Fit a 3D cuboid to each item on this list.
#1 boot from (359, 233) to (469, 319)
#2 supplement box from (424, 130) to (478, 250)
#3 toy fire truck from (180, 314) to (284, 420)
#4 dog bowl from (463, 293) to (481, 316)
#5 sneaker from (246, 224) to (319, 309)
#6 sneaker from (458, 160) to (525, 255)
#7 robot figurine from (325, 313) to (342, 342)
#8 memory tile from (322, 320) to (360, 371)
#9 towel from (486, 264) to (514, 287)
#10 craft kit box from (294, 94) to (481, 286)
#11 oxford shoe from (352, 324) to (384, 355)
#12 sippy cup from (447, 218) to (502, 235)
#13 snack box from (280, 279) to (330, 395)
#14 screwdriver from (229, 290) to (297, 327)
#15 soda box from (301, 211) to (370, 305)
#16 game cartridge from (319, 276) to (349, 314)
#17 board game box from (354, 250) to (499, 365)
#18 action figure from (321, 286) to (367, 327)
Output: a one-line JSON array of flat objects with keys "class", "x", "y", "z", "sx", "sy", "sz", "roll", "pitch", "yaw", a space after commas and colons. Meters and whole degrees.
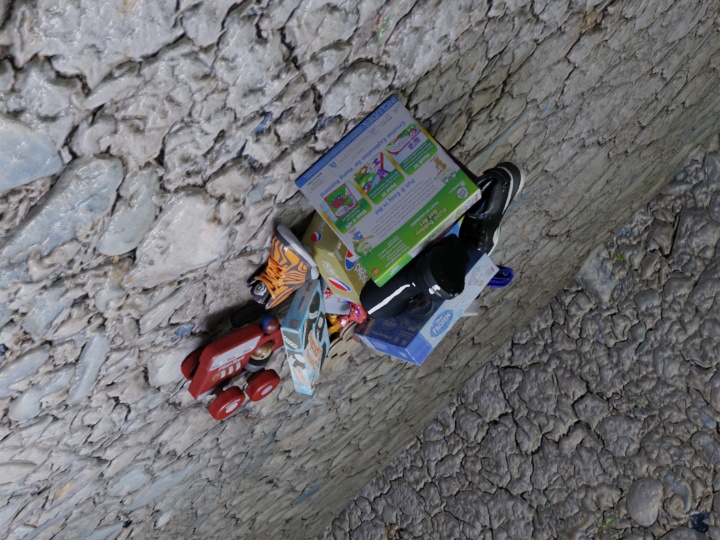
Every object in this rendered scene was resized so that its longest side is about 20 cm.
[{"class": "boot", "x": 0.072, "y": 0.027, "z": 1.314, "sx": 0.167, "sy": 0.077, "sz": 0.200, "roll": -33, "pitch": -173, "yaw": 22}, {"class": "supplement box", "x": 0.087, "y": -0.107, "z": 1.466, "sx": 0.200, "sy": 0.131, "sz": 0.103, "roll": -45, "pitch": 163, "yaw": -7}, {"class": "toy fire truck", "x": -0.203, "y": 0.149, "z": 1.506, "sx": 0.198, "sy": 0.113, "sz": 0.169, "roll": -24, "pitch": 156, "yaw": -42}, {"class": "dog bowl", "x": 0.140, "y": 0.062, "z": 1.695, "sx": 0.196, "sy": 0.060, "sz": 0.200, "roll": -3, "pitch": 176, "yaw": 0}, {"class": "sneaker", "x": -0.129, "y": 0.005, "z": 1.398, "sx": 0.112, "sy": 0.078, "sz": 0.200, "roll": -40, "pitch": 161, "yaw": -7}, {"class": "sneaker", "x": 0.185, "y": -0.084, "z": 1.429, "sx": 0.111, "sy": 0.073, "sz": 0.202, "roll": -22, "pitch": 141, "yaw": -50}, {"class": "robot figurine", "x": -0.077, "y": 0.129, "z": 1.793, "sx": 0.144, "sy": 0.058, "sz": 0.201, "roll": -31, "pitch": 159, "yaw": -29}, {"class": "memory tile", "x": -0.017, "y": 0.133, "z": 1.812, "sx": 0.200, "sy": 0.017, "sz": 0.153, "roll": -49, "pitch": 164, "yaw": 16}, {"class": "towel", "x": 0.171, "y": -0.003, "z": 1.651, "sx": 0.146, "sy": 0.198, "sz": 0.051, "roll": 10, "pitch": 93, "yaw": -50}, {"class": "craft kit box", "x": 0.039, "y": -0.117, "z": 1.275, "sx": 0.199, "sy": 0.198, "sz": 0.049, "roll": -40, "pitch": 160, "yaw": 1}, {"class": "oxford shoe", "x": 0.036, "y": 0.119, "z": 1.691, "sx": 0.070, "sy": 0.075, "sz": 0.200, "roll": -44, "pitch": 175, "yaw": -11}, {"class": "sippy cup", "x": 0.175, "y": -0.096, "z": 1.657, "sx": 0.177, "sy": 0.138, "sz": 0.133, "roll": 7, "pitch": 94, "yaw": -55}, {"class": "snack box", "x": -0.097, "y": 0.121, "z": 1.600, "sx": 0.202, "sy": 0.036, "sz": 0.117, "roll": 84, "pitch": 22, "yaw": -50}, {"class": "screwdriver", "x": -0.153, "y": 0.057, "z": 1.553, "sx": 0.029, "sy": 0.028, "sz": 0.199, "roll": -17, "pitch": -174, "yaw": 42}, {"class": "soda box", "x": -0.031, "y": -0.019, "z": 1.468, "sx": 0.069, "sy": 0.063, "sz": 0.201, "roll": -64, "pitch": 156, "yaw": -19}, {"class": "game cartridge", "x": 0.000, "y": 0.000, "z": 1.621, "sx": 0.132, "sy": 0.041, "sz": 0.201, "roll": 5, "pitch": 130, "yaw": -36}, {"class": "board game box", "x": 0.101, "y": 0.050, "z": 1.421, "sx": 0.199, "sy": 0.043, "sz": 0.199, "roll": -48, "pitch": -160, "yaw": -14}, {"class": "action figure", "x": 0.009, "y": 0.028, "z": 1.581, "sx": 0.098, "sy": 0.066, "sz": 0.201, "roll": 15, "pitch": 124, "yaw": -45}]
